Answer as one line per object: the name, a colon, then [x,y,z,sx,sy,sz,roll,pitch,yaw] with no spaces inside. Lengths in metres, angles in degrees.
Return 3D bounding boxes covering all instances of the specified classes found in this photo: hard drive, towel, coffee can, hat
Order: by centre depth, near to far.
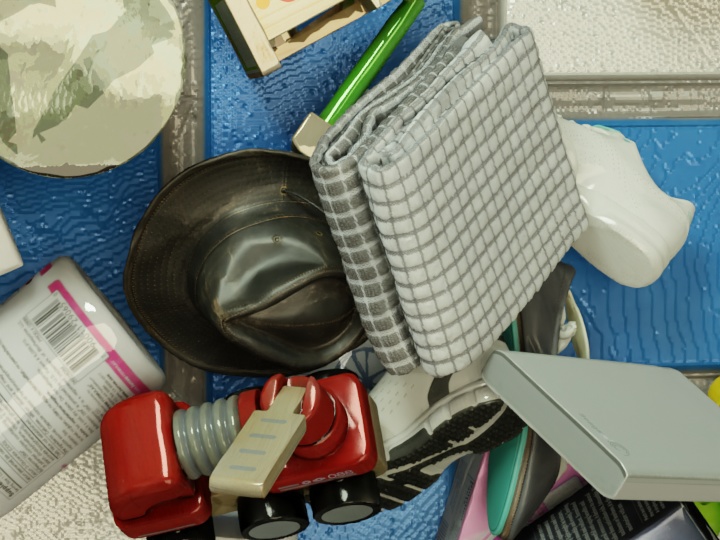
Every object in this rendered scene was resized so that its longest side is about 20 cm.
coffee can: [-0.192,-0.141,1.519,0.146,0.200,0.147,-1,98,-9]
towel: [0.055,-0.051,1.537,0.200,0.085,0.166,-49,129,-43]
hard drive: [0.184,0.103,1.555,0.200,0.132,0.026,8,118,-49]
hat: [-0.052,0.017,1.557,0.200,0.081,0.201,-8,129,-10]

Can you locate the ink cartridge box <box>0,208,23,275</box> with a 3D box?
ink cartridge box: [-0.277,-0.055,1.553,0.067,0.117,0.201,-23,109,-9]

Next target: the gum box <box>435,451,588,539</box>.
gum box: [0.113,0.204,1.688,0.113,0.066,0.201,16,95,-11]

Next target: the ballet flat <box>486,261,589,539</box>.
ballet flat: [0.124,0.084,1.619,0.073,0.073,0.201,4,77,-10]

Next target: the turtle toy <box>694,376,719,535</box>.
turtle toy: [0.291,0.147,1.686,0.199,0.146,0.102,-2,119,-9]

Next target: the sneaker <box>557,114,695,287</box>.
sneaker: [0.146,-0.080,1.661,0.200,0.075,0.089,42,58,0]

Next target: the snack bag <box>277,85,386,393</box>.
snack bag: [0.000,0.000,1.657,0.200,0.021,0.189,43,89,-13]

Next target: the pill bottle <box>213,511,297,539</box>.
pill bottle: [-0.090,0.272,1.640,0.112,0.112,0.201,2,98,-10]

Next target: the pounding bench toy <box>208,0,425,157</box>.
pounding bench toy: [-0.013,-0.186,1.574,0.155,0.124,0.201,-28,96,-5]

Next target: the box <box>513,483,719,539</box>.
box: [0.176,0.263,1.598,0.198,0.123,0.200,-35,106,7]

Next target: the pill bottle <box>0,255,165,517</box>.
pill bottle: [-0.239,0.093,1.589,0.200,0.113,0.114,-39,102,-2]

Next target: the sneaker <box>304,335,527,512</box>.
sneaker: [0.031,0.102,1.616,0.200,0.080,0.074,-30,143,29]

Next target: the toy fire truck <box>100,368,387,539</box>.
toy fire truck: [-0.085,0.116,1.498,0.175,0.200,0.129,-13,66,9]
